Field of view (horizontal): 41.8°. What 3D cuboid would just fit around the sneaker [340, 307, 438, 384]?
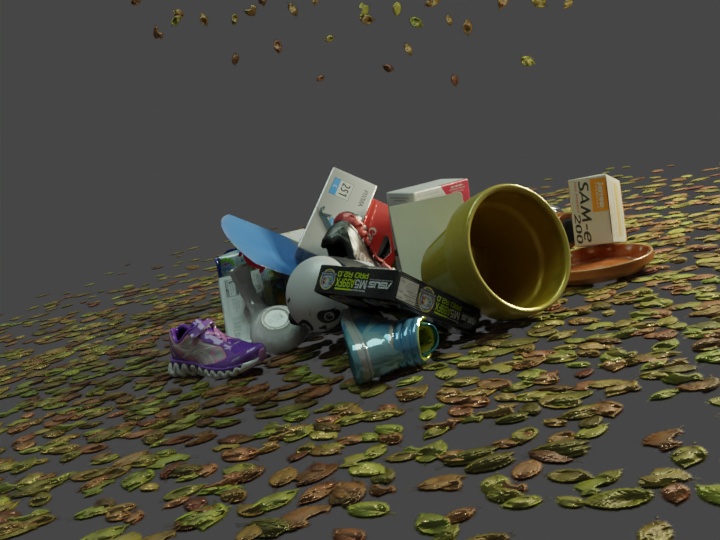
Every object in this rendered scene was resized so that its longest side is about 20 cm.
[{"bbox_3d":[0.042,0.095,1.346,0.129,0.080,0.200,-14,19,-2],"label":"sneaker"}]

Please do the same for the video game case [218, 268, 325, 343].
[{"bbox_3d":[-0.155,0.060,1.679,0.181,0.022,0.201,-13,38,-5],"label":"video game case"}]

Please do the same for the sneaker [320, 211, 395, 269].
[{"bbox_3d":[0.000,0.000,1.643,0.071,0.201,0.098,-23,14,47],"label":"sneaker"}]

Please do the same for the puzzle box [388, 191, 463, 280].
[{"bbox_3d":[0.131,-0.029,1.630,0.132,0.202,0.025,-11,-19,0],"label":"puzzle box"}]

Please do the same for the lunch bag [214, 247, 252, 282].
[{"bbox_3d":[-0.221,0.000,2.115,0.168,0.129,0.200,-13,-4,3],"label":"lunch bag"}]

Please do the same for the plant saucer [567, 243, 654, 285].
[{"bbox_3d":[0.409,-0.009,1.640,0.198,0.033,0.200,-12,10,2],"label":"plant saucer"}]

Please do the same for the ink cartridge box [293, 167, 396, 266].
[{"bbox_3d":[-0.008,-0.074,1.739,0.175,0.201,0.045,24,-33,-3],"label":"ink cartridge box"}]

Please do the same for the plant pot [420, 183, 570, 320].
[{"bbox_3d":[0.197,-0.013,1.488,0.199,0.202,0.189,-17,-5,-30],"label":"plant pot"}]

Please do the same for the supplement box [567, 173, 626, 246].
[{"bbox_3d":[0.452,-0.110,1.792,0.073,0.127,0.200,-7,-2,22],"label":"supplement box"}]

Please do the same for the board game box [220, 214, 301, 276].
[{"bbox_3d":[-0.169,-0.024,1.683,0.199,0.039,0.158,21,23,-35],"label":"board game box"}]

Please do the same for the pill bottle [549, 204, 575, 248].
[{"bbox_3d":[0.349,-0.080,1.899,0.106,0.107,0.199,-17,11,-30],"label":"pill bottle"}]

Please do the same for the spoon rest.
[{"bbox_3d":[-0.161,0.070,1.611,0.099,0.061,0.200,-25,50,-18],"label":"spoon rest"}]

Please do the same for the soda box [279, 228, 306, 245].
[{"bbox_3d":[-0.072,-0.020,1.821,0.068,0.064,0.199,-14,27,-43],"label":"soda box"}]

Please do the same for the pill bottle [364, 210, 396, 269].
[{"bbox_3d":[0.068,-0.058,1.857,0.199,0.113,0.112,18,-2,-22],"label":"pill bottle"}]

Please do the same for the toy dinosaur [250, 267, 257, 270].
[{"bbox_3d":[-0.148,0.053,1.832,0.135,0.086,0.200,18,9,-31],"label":"toy dinosaur"}]

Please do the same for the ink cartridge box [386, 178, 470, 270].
[{"bbox_3d":[0.137,-0.060,1.760,0.144,0.202,0.083,-17,14,-36],"label":"ink cartridge box"}]

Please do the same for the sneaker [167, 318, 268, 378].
[{"bbox_3d":[-0.236,0.120,1.501,0.199,0.089,0.080,-4,11,35],"label":"sneaker"}]

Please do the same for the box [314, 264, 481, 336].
[{"bbox_3d":[0.057,0.045,1.386,0.159,0.045,0.199,4,-15,44],"label":"box"}]

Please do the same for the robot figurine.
[{"bbox_3d":[-0.030,0.043,1.521,0.124,0.151,0.199,29,12,36],"label":"robot figurine"}]
